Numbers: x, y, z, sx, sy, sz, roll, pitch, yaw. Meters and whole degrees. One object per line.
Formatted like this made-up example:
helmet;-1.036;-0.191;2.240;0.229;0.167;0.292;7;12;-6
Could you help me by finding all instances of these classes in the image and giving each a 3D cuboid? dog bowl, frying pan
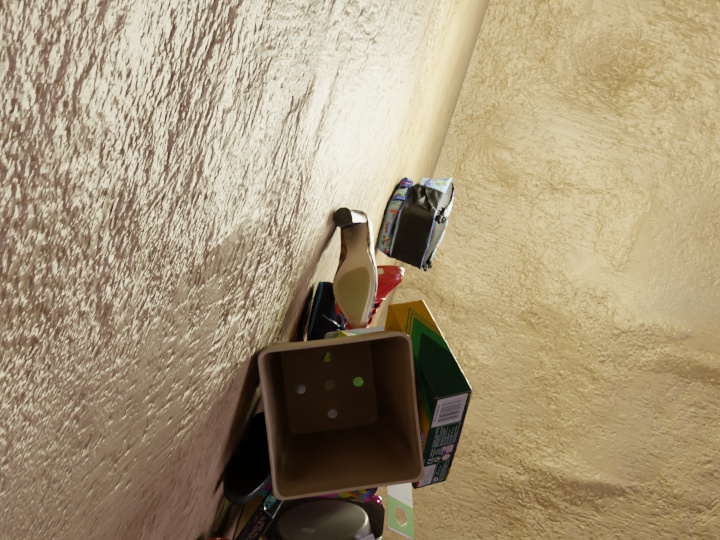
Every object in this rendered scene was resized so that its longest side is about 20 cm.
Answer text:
dog bowl;-0.058;0.405;1.798;0.200;0.199;0.059;-55;141;-71
frying pan;-0.100;0.144;1.833;0.115;0.031;0.190;84;28;-80

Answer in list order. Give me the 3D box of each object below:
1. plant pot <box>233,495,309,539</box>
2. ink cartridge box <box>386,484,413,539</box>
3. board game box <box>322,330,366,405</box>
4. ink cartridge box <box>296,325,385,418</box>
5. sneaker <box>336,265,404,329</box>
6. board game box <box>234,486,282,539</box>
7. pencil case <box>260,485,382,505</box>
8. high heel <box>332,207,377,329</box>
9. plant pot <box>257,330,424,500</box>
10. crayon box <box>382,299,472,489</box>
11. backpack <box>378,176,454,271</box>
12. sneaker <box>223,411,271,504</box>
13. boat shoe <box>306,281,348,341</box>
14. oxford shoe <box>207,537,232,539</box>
plant pot;-0.115;0.413;1.957;0.200;0.142;0.201;19;90;-84
ink cartridge box;0.042;0.301;1.779;0.146;0.048;0.201;47;41;-63
board game box;0.006;0.155;1.784;0.102;0.048;0.200;-60;153;7
ink cartridge box;-0.047;0.153;1.796;0.200;0.044;0.174;-2;121;-58
sneaker;0.012;0.074;1.913;0.200;0.078;0.116;-37;-125;50
board game box;-0.169;0.395;1.690;0.200;0.028;0.135;-56;178;16
pencil case;-0.066;0.318;1.819;0.088;0.199;0.089;1;90;-74
high heel;0.000;0.000;1.850;0.143;0.071;0.201;8;75;-79
plant pot;-0.034;0.178;1.595;0.177;0.199;0.201;-132;-144;-80
crayon box;0.079;0.171;1.621;0.200;0.058;0.173;100;-28;-43
backpack;0.134;-0.128;2.631;0.200;0.134;0.183;-64;170;-49
sneaker;-0.146;0.278;1.646;0.200;0.060;0.104;-69;171;-52
boat shoe;-0.051;0.104;1.874;0.084;0.068;0.200;-84;-178;-55
oxford shoe;-0.192;0.400;1.523;0.073;0.071;0.200;-65;158;8
